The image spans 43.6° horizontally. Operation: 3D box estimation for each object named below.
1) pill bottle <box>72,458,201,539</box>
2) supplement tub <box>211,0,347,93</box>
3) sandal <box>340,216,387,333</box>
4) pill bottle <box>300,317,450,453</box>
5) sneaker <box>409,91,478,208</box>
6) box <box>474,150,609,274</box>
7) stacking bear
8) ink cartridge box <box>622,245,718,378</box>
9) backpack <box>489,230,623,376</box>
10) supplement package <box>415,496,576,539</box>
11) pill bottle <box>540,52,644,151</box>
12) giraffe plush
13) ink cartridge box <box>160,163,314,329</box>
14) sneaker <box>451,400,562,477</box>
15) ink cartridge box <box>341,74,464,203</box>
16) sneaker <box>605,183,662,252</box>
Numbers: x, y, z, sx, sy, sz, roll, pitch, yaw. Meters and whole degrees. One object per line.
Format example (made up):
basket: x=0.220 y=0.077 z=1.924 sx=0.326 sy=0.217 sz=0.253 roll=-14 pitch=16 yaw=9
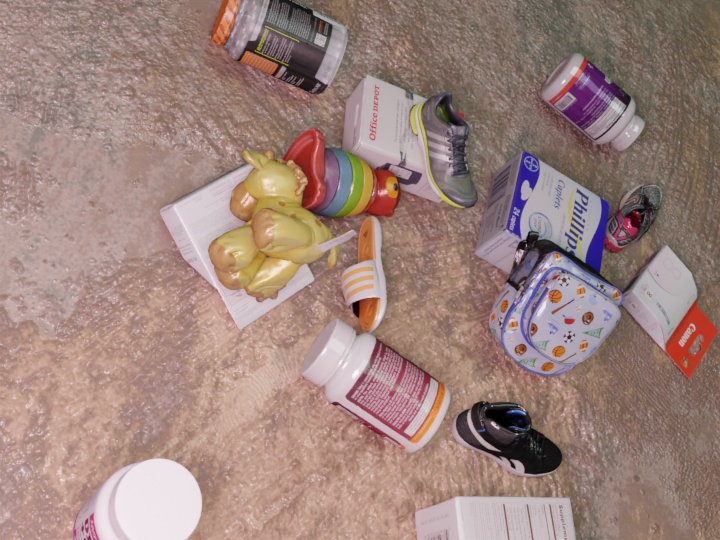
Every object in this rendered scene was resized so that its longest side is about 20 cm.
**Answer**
pill bottle: x=-0.255 y=0.284 z=1.026 sx=0.112 sy=0.200 sz=0.114 roll=12 pitch=61 yaw=-23
supplement tub: x=-0.132 y=-0.377 z=1.457 sx=0.199 sy=0.122 sz=0.124 roll=21 pitch=58 yaw=-20
sandal: x=-0.004 y=0.004 z=1.386 sx=0.059 sy=0.079 sz=0.208 roll=12 pitch=53 yaw=-22
pill bottle: x=0.020 y=0.163 z=1.293 sx=0.199 sy=0.114 sz=0.115 roll=35 pitch=55 yaw=-10
sneaker: x=0.143 y=-0.195 z=1.452 sx=0.073 sy=0.081 sz=0.202 roll=-15 pitch=77 yaw=-33
box: x=0.322 y=-0.075 z=1.583 sx=0.199 sy=0.105 sz=0.185 roll=28 pitch=57 yaw=-15
stacking bear: x=-0.019 y=-0.134 z=1.421 sx=0.199 sy=0.113 sz=0.123 roll=9 pitch=72 yaw=-38
ink cartridge box: x=0.597 y=0.075 z=1.700 sx=0.200 sy=0.057 sz=0.162 roll=46 pitch=53 yaw=4
backpack: x=0.308 y=0.073 z=1.448 sx=0.199 sy=0.191 sz=0.154 roll=31 pitch=16 yaw=-13
supplement package: x=0.194 y=0.389 z=1.277 sx=0.198 sy=0.117 sz=0.118 roll=8 pitch=63 yaw=-26
pill bottle: x=0.461 y=-0.328 z=1.779 sx=0.199 sy=0.112 sz=0.113 roll=37 pitch=54 yaw=-9
giraffe plush: x=-0.123 y=-0.081 z=1.250 sx=0.198 sy=0.173 sz=0.163 roll=-20 pitch=65 yaw=-5
ink cartridge box: x=-0.178 y=-0.037 z=1.326 sx=0.162 sy=0.057 sz=0.201 roll=-34 pitch=106 yaw=-37
sneaker: x=0.247 y=0.258 z=1.374 sx=0.199 sy=0.112 sz=0.074 roll=22 pitch=59 yaw=-18
ink cartridge box: x=0.072 y=-0.221 z=1.527 sx=0.198 sy=0.084 sz=0.146 roll=17 pitch=59 yaw=-22
sneaker: x=0.539 y=-0.107 z=1.738 sx=0.081 sy=0.075 sz=0.200 roll=47 pitch=53 yaw=-1
